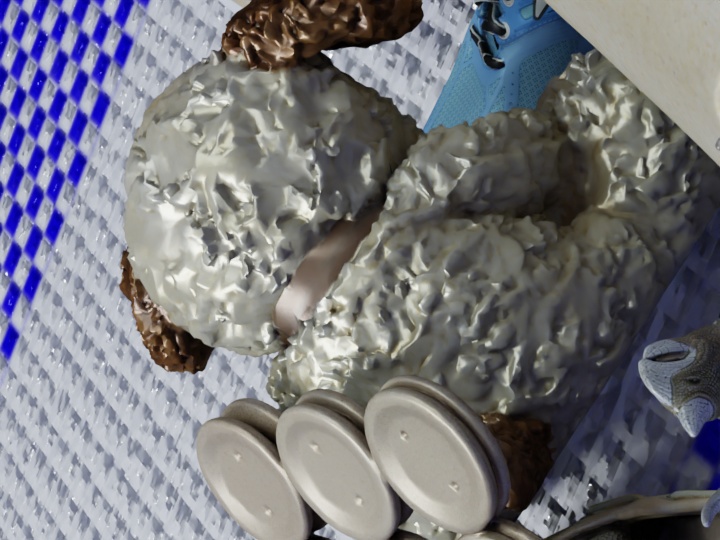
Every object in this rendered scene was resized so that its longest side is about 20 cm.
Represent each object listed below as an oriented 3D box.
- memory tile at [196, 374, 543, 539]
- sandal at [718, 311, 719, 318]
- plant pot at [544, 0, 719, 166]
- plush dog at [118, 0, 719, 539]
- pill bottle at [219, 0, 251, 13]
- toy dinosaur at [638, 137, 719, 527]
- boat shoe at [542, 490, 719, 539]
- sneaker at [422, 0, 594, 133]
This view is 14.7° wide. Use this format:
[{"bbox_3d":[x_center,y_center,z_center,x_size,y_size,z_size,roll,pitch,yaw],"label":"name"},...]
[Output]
[{"bbox_3d":[0.034,0.121,0.859,0.153,0.017,0.200,-16,109,56],"label":"memory tile"},{"bbox_3d":[0.136,0.047,0.736,0.075,0.045,0.200,-61,32,17],"label":"sandal"},{"bbox_3d":[0.119,-0.120,0.804,0.201,0.200,0.184,-56,48,29],"label":"plant pot"},{"bbox_3d":[0.000,0.000,0.896,0.200,0.171,0.160,-59,-5,27],"label":"plush dog"},{"bbox_3d":[-0.001,-0.176,1.011,0.200,0.111,0.112,116,155,-64],"label":"pill bottle"},{"bbox_3d":[0.154,-0.008,0.695,0.077,0.199,0.102,75,170,-58],"label":"toy dinosaur"},{"bbox_3d":[0.078,0.103,0.871,0.200,0.065,0.072,-21,60,54],"label":"boat shoe"},{"bbox_3d":[0.059,-0.117,0.970,0.078,0.090,0.201,48,119,55],"label":"sneaker"}]
